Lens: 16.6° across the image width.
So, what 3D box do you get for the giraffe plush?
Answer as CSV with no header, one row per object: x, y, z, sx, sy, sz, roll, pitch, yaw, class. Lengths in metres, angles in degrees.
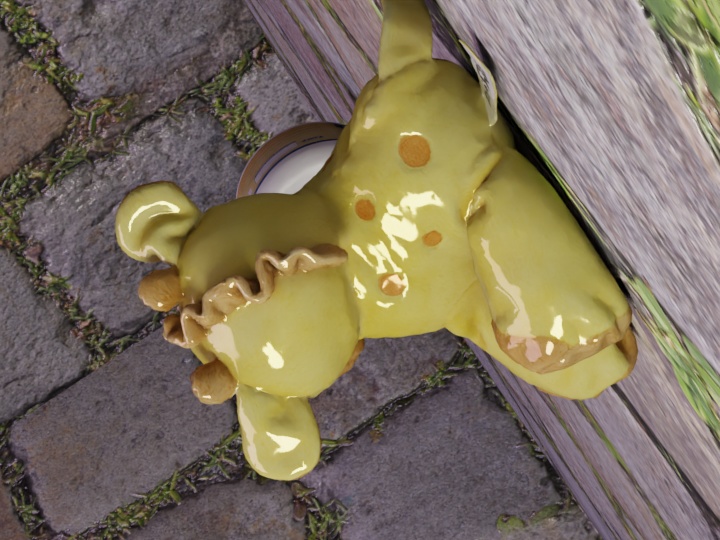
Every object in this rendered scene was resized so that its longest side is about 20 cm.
0.000,0.000,1.002,0.173,0.162,0.200,57,180,35,giraffe plush

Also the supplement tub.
-0.029,-0.048,2.060,0.145,0.145,0.200,57,180,-13,supplement tub
